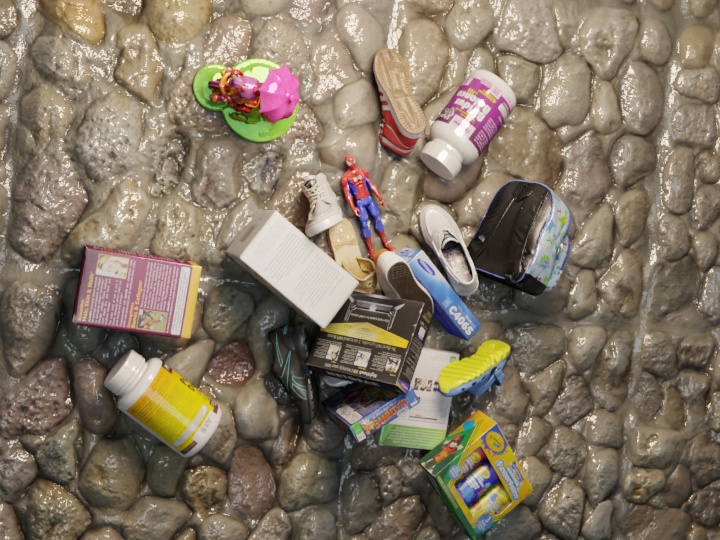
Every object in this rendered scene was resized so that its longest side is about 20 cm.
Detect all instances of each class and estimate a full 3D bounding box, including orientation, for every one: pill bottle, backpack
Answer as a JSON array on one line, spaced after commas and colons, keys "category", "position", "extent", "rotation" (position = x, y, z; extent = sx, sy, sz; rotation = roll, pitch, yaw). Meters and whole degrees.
[{"category": "pill bottle", "position": [0.204, -0.279, 1.616], "extent": [0.112, 0.112, 0.201], "rotation": [39, 81, -17]}, {"category": "backpack", "position": [0.322, -0.065, 1.643], "extent": [0.146, 0.182, 0.202], "rotation": [25, 88, -41]}, {"category": "pill bottle", "position": [-0.350, 0.231, 1.472], "extent": [0.200, 0.109, 0.110], "rotation": [42, 81, -17]}]

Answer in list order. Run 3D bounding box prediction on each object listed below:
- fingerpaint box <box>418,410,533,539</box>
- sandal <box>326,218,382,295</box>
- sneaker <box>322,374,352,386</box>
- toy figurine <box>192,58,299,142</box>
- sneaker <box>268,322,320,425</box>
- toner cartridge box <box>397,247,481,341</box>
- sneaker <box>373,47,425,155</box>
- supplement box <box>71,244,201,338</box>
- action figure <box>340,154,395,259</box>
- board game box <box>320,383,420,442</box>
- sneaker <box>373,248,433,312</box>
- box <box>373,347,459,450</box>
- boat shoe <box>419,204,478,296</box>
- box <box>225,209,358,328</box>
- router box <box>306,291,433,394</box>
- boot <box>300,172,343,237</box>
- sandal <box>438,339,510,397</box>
[{"category": "fingerpaint box", "position": [0.236, 0.417, 1.687], "extent": [0.166, 0.073, 0.201], "rotation": [-36, 116, -13]}, {"category": "sandal", "position": [-0.005, 0.003, 1.591], "extent": [0.077, 0.070, 0.214], "rotation": [-25, 102, -15]}, {"category": "sneaker", "position": [-0.003, 0.140, 1.597], "extent": [0.200, 0.074, 0.083], "rotation": [-41, 123, -23]}, {"category": "toy figurine", "position": [-0.182, -0.312, 1.445], "extent": [0.198, 0.184, 0.152], "rotation": [14, 90, -18]}, {"category": "sneaker", "position": [-0.123, 0.195, 1.578], "extent": [0.078, 0.075, 0.203], "rotation": [-6, 103, 9]}, {"category": "toner cartridge box", "position": [0.148, 0.045, 1.634], "extent": [0.043, 0.095, 0.201], "rotation": [-43, 106, -12]}, {"category": "sneaker", "position": [0.063, -0.317, 1.598], "extent": [0.070, 0.113, 0.202], "rotation": [-11, 68, -15]}, {"category": "supplement box", "position": [-0.387, 0.037, 1.446], "extent": [0.197, 0.103, 0.133], "rotation": [11, 91, -20]}, {"category": "action figure", "position": [0.011, -0.125, 1.600], "extent": [0.065, 0.052, 0.202], "rotation": [-23, 99, -12]}, {"category": "board game box", "position": [0.013, 0.245, 1.548], "extent": [0.134, 0.200, 0.035], "rotation": [-30, 102, -13]}, {"category": "sneaker", "position": [0.080, 0.035, 1.586], "extent": [0.072, 0.085, 0.201], "rotation": [-32, 129, -11]}, {"category": "box", "position": [0.113, 0.254, 1.671], "extent": [0.142, 0.036, 0.203], "rotation": [10, 90, -19]}, {"category": "boat shoe", "position": [0.169, -0.047, 1.604], "extent": [0.071, 0.069, 0.202], "rotation": [-17, 68, -3]}, {"category": "box", "position": [-0.125, -0.006, 1.506], "extent": [0.200, 0.152, 0.107], "rotation": [41, 82, -18]}, {"category": "router box", "position": [0.016, 0.125, 1.514], "extent": [0.052, 0.198, 0.159], "rotation": [46, 59, -51]}, {"category": "boot", "position": [-0.079, -0.121, 1.494], "extent": [0.073, 0.200, 0.096], "rotation": [-25, 99, 3]}, {"category": "sandal", "position": [0.232, 0.213, 1.666], "extent": [0.199, 0.079, 0.088], "rotation": [-20, 115, -38]}]
